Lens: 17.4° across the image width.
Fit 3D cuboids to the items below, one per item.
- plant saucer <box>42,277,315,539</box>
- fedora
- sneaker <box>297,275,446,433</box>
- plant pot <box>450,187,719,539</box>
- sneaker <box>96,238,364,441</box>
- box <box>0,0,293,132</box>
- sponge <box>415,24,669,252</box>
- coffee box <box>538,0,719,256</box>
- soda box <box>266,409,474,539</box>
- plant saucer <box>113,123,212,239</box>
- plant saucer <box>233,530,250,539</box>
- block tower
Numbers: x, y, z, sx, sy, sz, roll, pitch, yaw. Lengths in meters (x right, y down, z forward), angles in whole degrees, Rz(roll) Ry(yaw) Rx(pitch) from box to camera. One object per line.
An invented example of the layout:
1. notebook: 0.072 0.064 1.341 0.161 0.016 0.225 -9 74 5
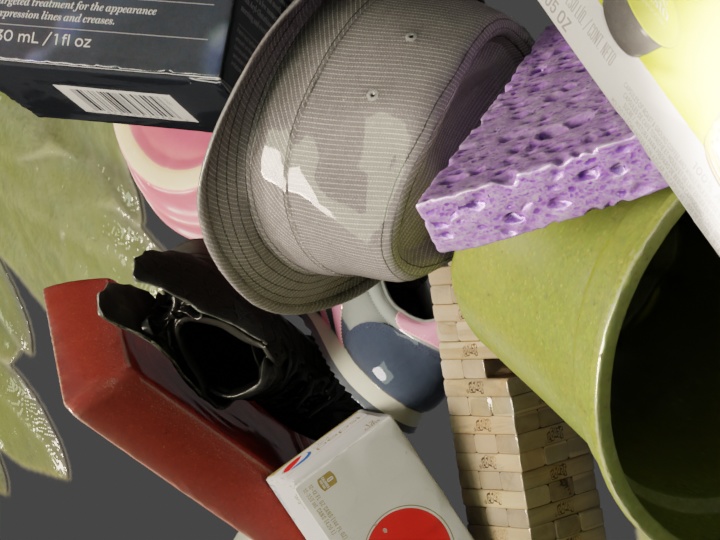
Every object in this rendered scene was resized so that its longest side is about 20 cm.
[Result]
1. plant saucer: -0.087 0.085 1.345 0.037 0.199 0.200 -50 20 7
2. fedora: 0.023 -0.060 1.141 0.090 0.200 0.177 21 154 39
3. sneaker: 0.000 0.000 1.343 0.082 0.070 0.200 -49 54 16
4. plant pot: 0.140 0.009 1.070 0.184 0.200 0.201 31 124 56
5. sneaker: -0.062 0.052 1.317 0.060 0.104 0.200 -41 110 16
6. box: -0.108 -0.184 1.261 0.148 0.107 0.201 5 78 17
7. sponge: 0.107 -0.077 1.040 0.111 0.200 0.030 -18 111 30
8. coffee box: 0.217 -0.131 0.898 0.200 0.200 0.198 57 138 23
9. soda box: 0.036 0.174 1.265 0.200 0.068 0.064 57 166 -10
10. plant saucer: -0.079 -0.115 1.353 0.200 0.051 0.201 -12 73 44
11. plant saucer: -0.071 0.234 1.418 0.200 0.050 0.201 -176 90 -83
12. block tower: 0.080 0.052 1.250 0.058 0.054 0.201 -4 97 53
